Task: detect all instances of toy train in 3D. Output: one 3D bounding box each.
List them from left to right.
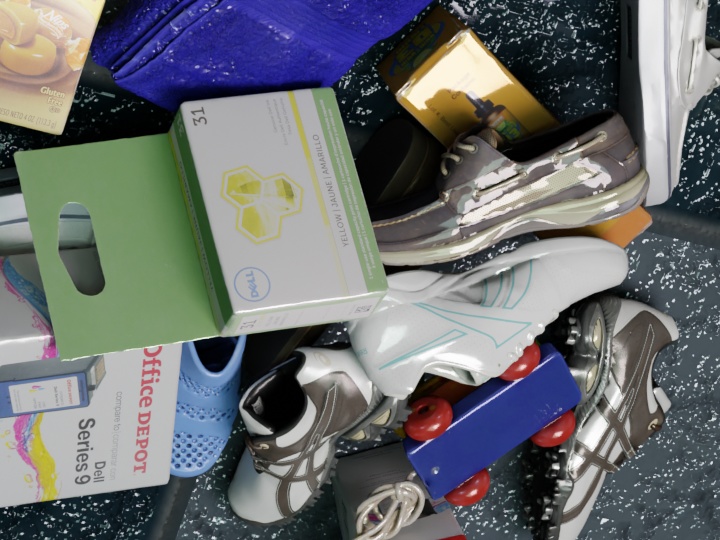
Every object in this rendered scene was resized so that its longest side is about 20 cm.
[{"bbox_3d":[0.038,0.102,1.669,0.200,0.116,0.085,-34,128,-5],"label":"toy train"}]

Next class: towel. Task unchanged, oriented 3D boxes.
[{"bbox_3d":[-0.053,-0.157,1.532,0.148,0.050,0.200,29,127,-35],"label":"towel"}]

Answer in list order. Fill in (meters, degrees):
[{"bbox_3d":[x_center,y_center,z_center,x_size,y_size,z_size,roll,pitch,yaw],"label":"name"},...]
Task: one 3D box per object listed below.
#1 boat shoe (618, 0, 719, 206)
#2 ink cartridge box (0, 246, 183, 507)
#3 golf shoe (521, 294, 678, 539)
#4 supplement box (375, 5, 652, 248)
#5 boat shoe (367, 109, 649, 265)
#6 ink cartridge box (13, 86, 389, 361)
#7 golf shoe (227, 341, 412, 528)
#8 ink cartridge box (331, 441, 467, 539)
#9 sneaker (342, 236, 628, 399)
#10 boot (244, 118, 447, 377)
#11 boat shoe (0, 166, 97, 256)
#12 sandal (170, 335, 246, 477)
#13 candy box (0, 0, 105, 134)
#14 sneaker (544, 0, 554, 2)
[{"bbox_3d":[0.208,-0.140,1.644,0.066,0.072,0.200,-5,107,-7],"label":"boat shoe"},{"bbox_3d":[-0.218,0.069,1.556,0.200,0.088,0.145,-7,131,-20],"label":"ink cartridge box"},{"bbox_3d":[0.170,0.114,1.735,0.094,0.078,0.200,4,114,-16],"label":"golf shoe"},{"bbox_3d":[0.102,-0.083,1.643,0.067,0.069,0.200,-43,118,7],"label":"supplement box"},{"bbox_3d":[0.081,-0.058,1.582,0.200,0.075,0.073,-14,107,-2],"label":"boat shoe"},{"bbox_3d":[-0.097,-0.030,1.518,0.200,0.146,0.048,-7,159,-21],"label":"ink cartridge box"},{"bbox_3d":[-0.052,0.102,1.651,0.094,0.078,0.200,13,138,-30],"label":"golf shoe"},{"bbox_3d":[0.037,0.215,1.685,0.067,0.200,0.116,-13,117,-8],"label":"ink cartridge box"},{"bbox_3d":[0.085,0.031,1.598,0.200,0.070,0.080,-15,76,-19],"label":"sneaker"},{"bbox_3d":[0.000,0.000,1.656,0.075,0.074,0.200,32,101,-33],"label":"boot"},{"bbox_3d":[-0.196,-0.019,1.593,0.202,0.075,0.086,-9,115,-7],"label":"boat shoe"},{"bbox_3d":[-0.107,0.051,1.640,0.079,0.087,0.200,1,115,-16],"label":"sandal"},{"bbox_3d":[-0.263,-0.166,1.519,0.200,0.055,0.116,14,110,-19],"label":"candy box"},{"bbox_3d":[0.063,-0.213,1.572,0.200,0.070,0.109,-19,115,-8],"label":"sneaker"}]
